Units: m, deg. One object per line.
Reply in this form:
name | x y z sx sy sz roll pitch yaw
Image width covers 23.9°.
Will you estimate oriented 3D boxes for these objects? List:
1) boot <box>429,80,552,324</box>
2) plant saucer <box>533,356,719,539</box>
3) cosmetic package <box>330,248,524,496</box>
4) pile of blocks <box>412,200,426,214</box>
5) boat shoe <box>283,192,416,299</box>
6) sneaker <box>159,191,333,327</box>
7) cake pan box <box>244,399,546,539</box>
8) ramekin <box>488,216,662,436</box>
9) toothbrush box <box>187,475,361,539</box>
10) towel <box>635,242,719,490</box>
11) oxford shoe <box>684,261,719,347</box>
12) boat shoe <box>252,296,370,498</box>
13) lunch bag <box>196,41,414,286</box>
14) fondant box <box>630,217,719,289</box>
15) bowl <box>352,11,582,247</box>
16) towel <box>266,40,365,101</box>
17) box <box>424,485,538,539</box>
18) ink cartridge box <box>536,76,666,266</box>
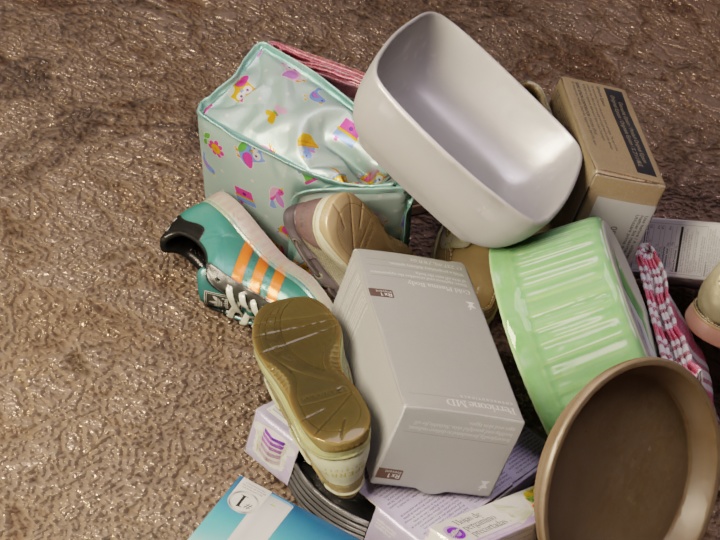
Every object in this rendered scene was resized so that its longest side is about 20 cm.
boot | 0.125 -0.061 1.574 0.072 0.155 0.201 17 54 -10
plant saucer | 0.204 0.164 1.316 0.199 0.202 0.029 -10 14 -36
cosmetic package | 0.047 0.079 1.347 0.106 0.091 0.200 8 33 -21
pile of blocks | 0.111 -0.093 1.722 0.198 0.062 0.082 7 36 -18
boat shoe | 0.000 0.000 1.463 0.064 0.200 0.072 8 64 36
sneaker | -0.095 0.021 1.472 0.080 0.072 0.200 -33 63 -26
cake pan box | 0.033 0.146 1.366 0.184 0.053 0.200 34 37 24
ramekin | 0.189 0.054 1.421 0.097 0.201 0.201 -21 34 13
toothbrush box | -0.073 0.251 1.138 0.146 0.086 0.200 27 36 12
towel | 0.292 0.083 1.508 0.030 0.147 0.201 -21 33 13
oxford shoe | 0.381 0.038 1.454 0.199 0.074 0.071 8 33 -17
boat shoe | -0.037 0.093 1.326 0.073 0.063 0.201 -13 36 -14
lunch bag | -0.040 -0.078 1.518 0.199 0.171 0.122 32 62 17
fondant box | 0.345 -0.010 1.608 0.144 0.059 0.199 11 -1 -43
bowl | 0.083 -0.109 1.433 0.200 0.075 0.200 42 30 -2
towel | -0.033 -0.134 1.609 0.143 0.200 0.023 20 63 1
box | 0.119 0.199 1.306 0.039 0.042 0.199 28 24 32
ink cartridge box | 0.198 -0.050 1.580 0.075 0.201 0.165 10 36 -15
